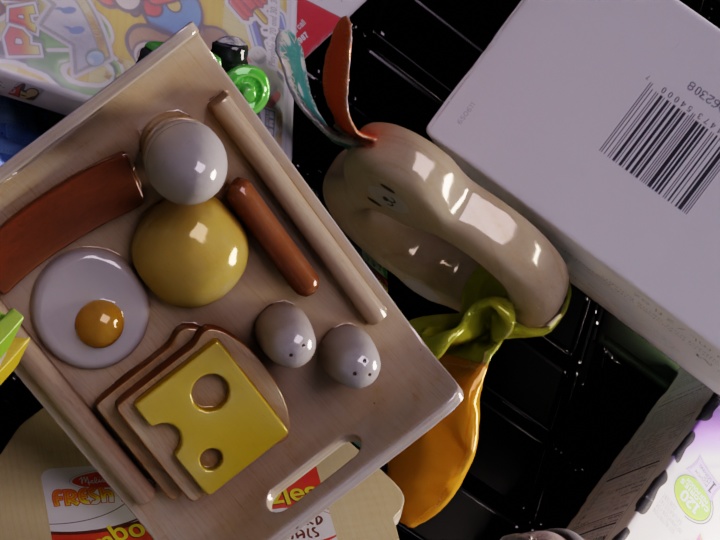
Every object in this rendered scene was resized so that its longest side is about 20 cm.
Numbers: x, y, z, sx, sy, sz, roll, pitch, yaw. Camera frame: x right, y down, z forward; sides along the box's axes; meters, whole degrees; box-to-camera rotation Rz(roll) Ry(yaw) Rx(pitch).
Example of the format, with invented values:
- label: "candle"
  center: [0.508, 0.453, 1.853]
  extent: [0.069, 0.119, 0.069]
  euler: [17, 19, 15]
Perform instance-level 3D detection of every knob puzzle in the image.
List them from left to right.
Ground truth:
- label: "knob puzzle"
  center: [-0.077, 0.116, 0.897]
  extent: [0.218, 0.031, 0.221]
  euler: [7, 42, -6]

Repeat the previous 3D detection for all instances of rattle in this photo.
- label: "rattle"
  center: [0.000, 0.000, 0.918]
  extent: [0.143, 0.130, 0.200]
  euler: [-47, 142, -3]

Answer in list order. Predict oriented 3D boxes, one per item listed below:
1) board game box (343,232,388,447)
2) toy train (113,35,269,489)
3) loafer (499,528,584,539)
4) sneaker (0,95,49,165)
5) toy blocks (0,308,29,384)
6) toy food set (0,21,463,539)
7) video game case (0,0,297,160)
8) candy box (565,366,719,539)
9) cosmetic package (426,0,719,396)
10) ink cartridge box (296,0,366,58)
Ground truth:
- label: "board game box"
  center: [-0.051, -0.006, 0.958]
  extent: [0.200, 0.023, 0.105]
  euler: [40, 40, -40]
- label: "toy train"
  center: [-0.079, 0.000, 0.860]
  extent: [0.056, 0.042, 0.202]
  euler: [2, 105, -27]
- label: "loafer"
  center: [0.060, 0.190, 0.733]
  extent: [0.063, 0.072, 0.202]
  euler: [10, 68, -32]
- label: "sneaker"
  center: [-0.147, -0.053, 0.923]
  extent: [0.199, 0.077, 0.112]
  euler: [31, 65, -15]
- label: "toy blocks"
  center: [-0.219, 0.040, 0.776]
  extent: [0.136, 0.200, 0.100]
  euler: [37, 51, 1]
- label: "toy food set"
  center: [-0.067, 0.020, 0.817]
  extent: [0.143, 0.060, 0.200]
  euler: [-37, 111, -3]
- label: "video game case"
  center: [-0.108, -0.155, 0.917]
  extent: [0.181, 0.023, 0.201]
  euler: [17, 60, -29]
- label: "candy box"
  center: [0.202, 0.163, 1.094]
  extent: [0.168, 0.071, 0.200]
  euler: [50, 50, -8]
- label: "cosmetic package"
  center: [0.155, -0.036, 1.006]
  extent: [0.199, 0.200, 0.123]
  euler: [38, 90, 14]
- label: "ink cartridge box"
  center: [-0.094, -0.182, 1.011]
  extent: [0.200, 0.084, 0.144]
  euler: [49, 51, -8]
